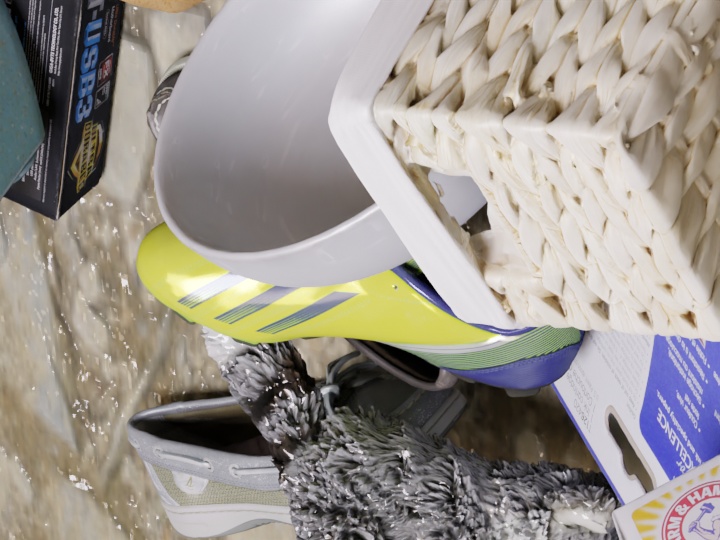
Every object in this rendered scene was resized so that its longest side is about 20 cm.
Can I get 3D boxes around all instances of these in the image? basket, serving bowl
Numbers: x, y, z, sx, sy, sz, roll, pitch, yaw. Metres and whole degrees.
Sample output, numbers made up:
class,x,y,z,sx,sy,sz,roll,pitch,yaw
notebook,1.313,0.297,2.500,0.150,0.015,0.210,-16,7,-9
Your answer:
class,x,y,z,sx,sy,sz,roll,pitch,yaw
basket,0.102,-0.084,0.965,0.123,0.200,0.136,12,150,38
serving bowl,0.010,-0.071,1.106,0.200,0.201,0.066,-13,138,37

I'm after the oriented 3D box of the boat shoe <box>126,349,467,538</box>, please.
class,x,y,z,sx,sy,sz,roll,pitch,yaw
boat shoe,-0.034,0.081,1.303,0.202,0.074,0.065,-16,115,45

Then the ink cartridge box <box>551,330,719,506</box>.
class,x,y,z,sx,sy,sz,roll,pitch,yaw
ink cartridge box,0.137,0.017,1.090,0.198,0.047,0.201,-118,24,-47

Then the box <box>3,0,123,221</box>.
class,x,y,z,sx,sy,sz,roll,pitch,yaw
box,-0.208,-0.147,1.272,0.198,0.050,0.200,24,130,17

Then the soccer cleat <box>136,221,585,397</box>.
class,x,y,z,sx,sy,sz,roll,pitch,yaw
soccer cleat,0.001,-0.001,1.149,0.199,0.065,0.084,13,147,8

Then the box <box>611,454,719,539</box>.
class,x,y,z,sx,sy,sz,roll,pitch,yaw
box,0.211,0.109,0.988,0.200,0.101,0.113,-29,130,6

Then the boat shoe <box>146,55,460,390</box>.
class,x,y,z,sx,sy,sz,roll,pitch,yaw
boat shoe,-0.022,-0.023,1.230,0.201,0.061,0.072,37,133,5

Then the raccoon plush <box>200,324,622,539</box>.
class,x,y,z,sx,sy,sz,roll,pitch,yaw
raccoon plush,0.031,0.079,1.180,0.134,0.097,0.200,-29,106,14

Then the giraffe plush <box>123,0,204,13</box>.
class,x,y,z,sx,sy,sz,roll,pitch,yaw
giraffe plush,-0.090,-0.180,1.102,0.172,0.200,0.162,18,142,14

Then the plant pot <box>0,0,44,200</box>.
class,x,y,z,sx,sy,sz,roll,pitch,yaw
plant pot,-0.264,-0.068,1.208,0.200,0.196,0.196,43,134,-13
